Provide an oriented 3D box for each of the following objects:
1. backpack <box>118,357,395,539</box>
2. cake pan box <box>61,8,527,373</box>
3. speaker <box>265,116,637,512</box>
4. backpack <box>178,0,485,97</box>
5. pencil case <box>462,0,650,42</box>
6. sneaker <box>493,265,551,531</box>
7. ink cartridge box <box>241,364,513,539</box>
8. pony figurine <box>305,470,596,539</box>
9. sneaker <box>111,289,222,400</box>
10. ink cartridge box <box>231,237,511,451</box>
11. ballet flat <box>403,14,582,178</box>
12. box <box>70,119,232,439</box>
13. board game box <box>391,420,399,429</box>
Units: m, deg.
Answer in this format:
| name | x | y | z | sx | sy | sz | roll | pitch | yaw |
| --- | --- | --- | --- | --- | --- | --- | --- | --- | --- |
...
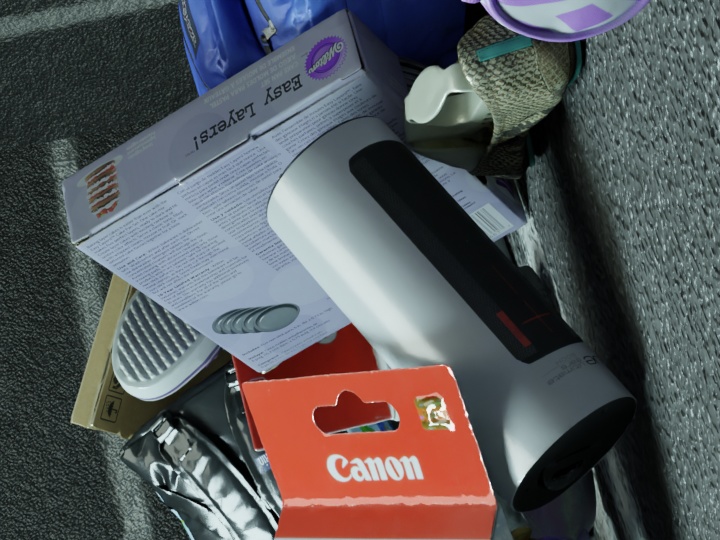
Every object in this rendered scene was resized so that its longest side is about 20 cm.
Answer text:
| name | x | y | z | sx | sy | sz | roll | pitch | yaw |
| --- | --- | --- | --- | --- | --- | --- | --- | --- | --- |
| backpack | -0.026 | 0.150 | 1.357 | 0.201 | 0.163 | 0.154 | 56 | -163 | 13 |
| cake pan box | -0.030 | -0.038 | 1.165 | 0.184 | 0.199 | 0.053 | 35 | -149 | -50 |
| speaker | 0.043 | 0.021 | 1.046 | 0.200 | 0.081 | 0.081 | 49 | 162 | 24 |
| backpack | -0.015 | -0.150 | 1.191 | 0.200 | 0.167 | 0.163 | 98 | 153 | -66 |
| pencil case | 0.056 | -0.172 | 0.837 | 0.201 | 0.085 | 0.084 | -107 | 6 | -45 |
| sneaker | 0.068 | 0.104 | 1.201 | 0.060 | 0.103 | 0.201 | -121 | 20 | -74 |
| ink cartridge box | 0.010 | 0.151 | 1.037 | 0.162 | 0.057 | 0.201 | -8 | 110 | 48 |
| pony figurine | 0.082 | 0.167 | 1.101 | 0.200 | 0.166 | 0.194 | 12 | 123 | 67 |
| sneaker | -0.077 | 0.027 | 1.381 | 0.201 | 0.072 | 0.115 | -55 | -38 | -30 |
| ink cartridge box | 0.000 | 0.000 | 1.293 | 0.044 | 0.172 | 0.201 | 88 | 168 | -53 |
| ballet flat | 0.056 | -0.085 | 1.055 | 0.200 | 0.075 | 0.068 | 108 | 145 | -79 |
| box | -0.107 | 0.020 | 1.417 | 0.163 | 0.021 | 0.201 | 24 | -100 | -56 |
| board game box | 0.040 | 0.156 | 1.494 | 0.200 | 0.062 | 0.200 | 48 | 171 | 24 |
